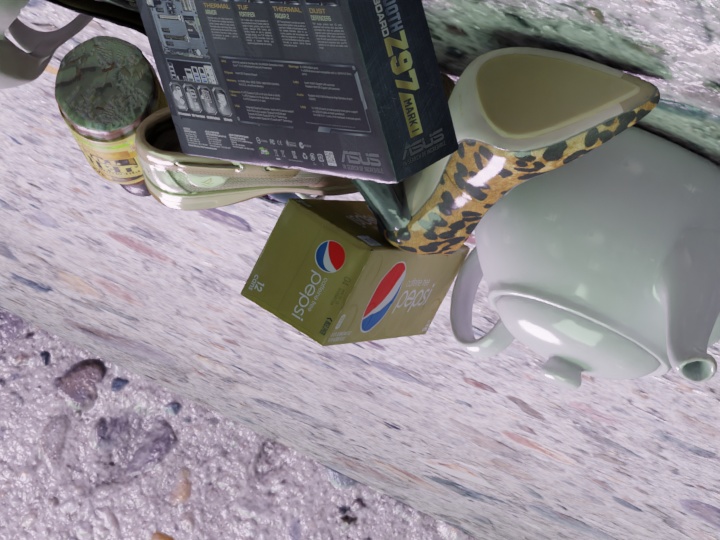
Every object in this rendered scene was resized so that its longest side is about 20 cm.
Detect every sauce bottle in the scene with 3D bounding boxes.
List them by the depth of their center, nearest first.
[{"bbox_3d":[-0.147,-0.089,1.742,0.064,0.065,0.200,22,169,9],"label":"sauce bottle"}]

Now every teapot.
[{"bbox_3d":[0.144,0.002,1.680,0.197,0.147,0.200,22,170,14],"label":"teapot"}]

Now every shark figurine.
[{"bbox_3d":[-0.224,-0.152,1.712,0.089,0.129,0.214,-33,152,25],"label":"shark figurine"}]

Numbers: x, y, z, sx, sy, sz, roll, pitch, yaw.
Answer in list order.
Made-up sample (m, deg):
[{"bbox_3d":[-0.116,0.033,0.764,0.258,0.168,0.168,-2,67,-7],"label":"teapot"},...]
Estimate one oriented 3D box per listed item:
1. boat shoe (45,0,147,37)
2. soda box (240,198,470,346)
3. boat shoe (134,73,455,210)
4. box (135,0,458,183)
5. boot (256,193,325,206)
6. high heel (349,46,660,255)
[{"bbox_3d":[-0.107,-0.152,1.696,0.199,0.065,0.072,27,169,-13],"label":"boat shoe"},{"bbox_3d":[0.000,0.000,1.715,0.064,0.068,0.200,31,-170,17],"label":"soda box"},{"bbox_3d":[-0.036,-0.087,1.662,0.199,0.072,0.065,-11,155,0],"label":"boat shoe"},{"bbox_3d":[-0.044,-0.134,1.468,0.200,0.051,0.158,9,122,51],"label":"box"},{"bbox_3d":[-0.016,-0.073,1.808,0.199,0.091,0.073,24,169,0],"label":"boot"},{"bbox_3d":[0.092,-0.062,1.594,0.199,0.072,0.143,-9,149,21],"label":"high heel"}]
